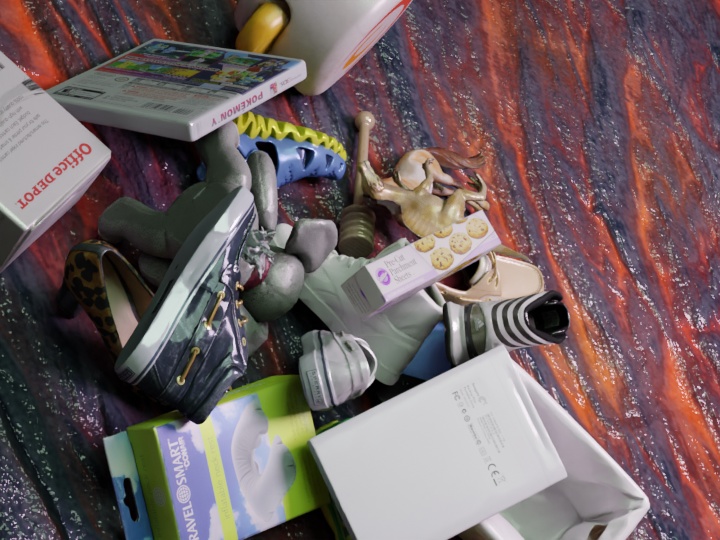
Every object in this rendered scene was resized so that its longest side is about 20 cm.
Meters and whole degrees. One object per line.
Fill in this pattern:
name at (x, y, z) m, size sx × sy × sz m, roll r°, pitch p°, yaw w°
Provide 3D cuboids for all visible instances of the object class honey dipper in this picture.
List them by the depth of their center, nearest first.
honey dipper at (-0.002, -0.097, 1.890) m, size 0.038 × 0.038 × 0.201 m, roll 22°, pitch 44°, yaw -21°

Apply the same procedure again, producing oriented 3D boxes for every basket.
basket at (0.147, 0.200, 1.676) m, size 0.200 × 0.123 × 0.136 m, roll 46°, pitch 75°, yaw 1°

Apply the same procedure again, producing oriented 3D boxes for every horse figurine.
horse figurine at (0.073, -0.083, 1.909) m, size 0.132 × 0.050 × 0.200 m, roll 35°, pitch 35°, yaw -5°

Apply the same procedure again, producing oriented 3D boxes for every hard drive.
hard drive at (0.068, 0.168, 1.590) m, size 0.199 × 0.027 × 0.133 m, roll -25°, pitch 84°, yaw -15°

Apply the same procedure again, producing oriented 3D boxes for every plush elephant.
plush elephant at (-0.114, -0.017, 1.673) m, size 0.165 × 0.155 × 0.200 m, roll -44°, pitch 48°, yaw -10°

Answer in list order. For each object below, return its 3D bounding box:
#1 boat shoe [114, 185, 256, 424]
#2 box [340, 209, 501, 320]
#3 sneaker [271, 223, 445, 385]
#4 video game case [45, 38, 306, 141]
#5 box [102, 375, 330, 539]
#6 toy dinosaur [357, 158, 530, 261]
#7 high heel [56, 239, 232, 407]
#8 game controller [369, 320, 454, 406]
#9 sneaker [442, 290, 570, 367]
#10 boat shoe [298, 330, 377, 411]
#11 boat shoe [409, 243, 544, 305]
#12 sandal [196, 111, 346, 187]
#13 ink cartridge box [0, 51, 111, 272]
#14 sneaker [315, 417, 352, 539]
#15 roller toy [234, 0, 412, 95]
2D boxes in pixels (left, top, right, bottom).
boat shoe at (-0.124, 0.030, 1.523) m, size 0.091 × 0.071 × 0.201 m, roll 37°, pitch 67°, yaw -16°
box at (0.060, -0.007, 1.667) m, size 0.199 × 0.039 × 0.042 m, roll -24°, pitch 80°, yaw -50°
sneaker at (0.000, 0.000, 1.735) m, size 0.200 × 0.116 × 0.074 m, roll 46°, pitch 18°, yaw 17°
video game case at (-0.182, -0.177, 1.732) m, size 0.198 × 0.023 × 0.182 m, roll 12°, pitch 31°, yaw 33°
box at (-0.121, 0.173, 1.552) m, size 0.199 × 0.047 × 0.123 m, roll -17°, pitch 96°, yaw -44°
toy dinosaur at (0.087, -0.056, 1.806) m, size 0.199 × 0.059 × 0.101 m, roll 28°, pitch 39°, yaw 9°
high heel at (-0.178, 0.054, 1.556) m, size 0.199 × 0.143 × 0.072 m, roll 36°, pitch 65°, yaw -3°
game controller at (0.061, 0.070, 1.800) m, size 0.104 × 0.042 × 0.201 m, roll 23°, pitch 46°, yaw -21°
sneaker at (0.146, 0.065, 1.712) m, size 0.114 × 0.200 × 0.077 m, roll -6°, pitch 82°, yaw 9°
boat shoe at (-0.017, 0.093, 1.635) m, size 0.066 × 0.200 × 0.074 m, roll -12°, pitch 97°, yaw 1°
boat shoe at (0.108, 0.008, 1.802) m, size 0.198 × 0.069 × 0.074 m, roll 0°, pitch 55°, yaw -28°
sandal at (-0.099, -0.112, 1.811) m, size 0.199 × 0.079 × 0.088 m, roll 10°, pitch 89°, yaw -40°
ink cartridge box at (-0.347, -0.115, 1.608) m, size 0.200 × 0.084 × 0.146 m, roll 43°, pitch 43°, yaw -2°
sneaker at (0.016, 0.224, 1.618) m, size 0.074 × 0.084 × 0.201 m, roll -20°, pitch 72°, yaw -44°
roller toy at (-0.041, -0.291, 1.902) m, size 0.140 × 0.200 × 0.182 m, roll 44°, pitch 8°, yaw 1°
